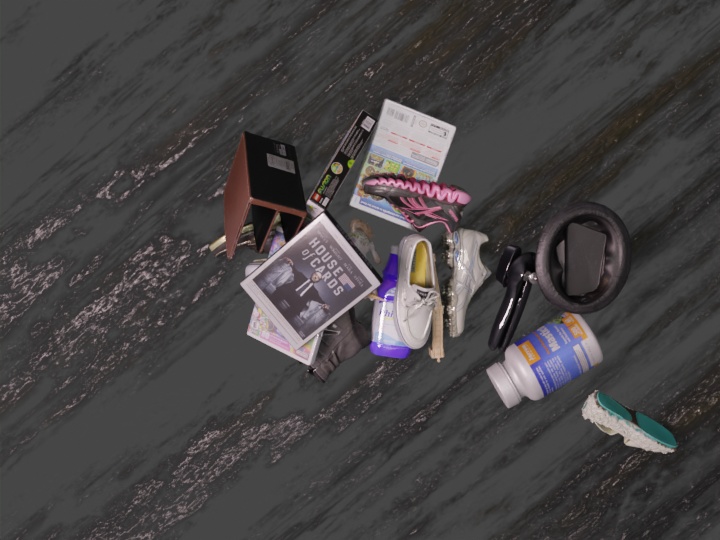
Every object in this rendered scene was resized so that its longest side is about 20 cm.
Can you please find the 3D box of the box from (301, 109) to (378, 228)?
[{"bbox_3d":[-0.042,-0.171,1.409,0.034,0.110,0.202,32,66,-7],"label":"box"}]

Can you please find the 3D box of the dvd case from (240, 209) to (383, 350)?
[{"bbox_3d":[-0.082,0.019,1.343,0.199,0.025,0.151,-38,97,22],"label":"dvd case"}]

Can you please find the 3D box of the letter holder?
[{"bbox_3d":[-0.171,-0.116,1.406,0.099,0.202,0.143,13,126,-22],"label":"letter holder"}]

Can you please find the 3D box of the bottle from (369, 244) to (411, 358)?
[{"bbox_3d":[0.066,0.057,1.506,0.082,0.065,0.205,8,97,-3],"label":"bottle"}]

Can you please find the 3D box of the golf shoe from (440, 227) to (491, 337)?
[{"bbox_3d":[0.199,0.024,1.509,0.095,0.078,0.205,0,98,-10],"label":"golf shoe"}]

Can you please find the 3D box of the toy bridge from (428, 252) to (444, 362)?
[{"bbox_3d":[0.136,0.070,1.512,0.027,0.067,0.205,-6,97,-3],"label":"toy bridge"}]

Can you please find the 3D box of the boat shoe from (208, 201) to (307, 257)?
[{"bbox_3d":[-0.174,-0.061,1.474,0.198,0.072,0.067,-24,93,-5],"label":"boat shoe"}]

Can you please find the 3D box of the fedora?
[{"bbox_3d":[0.400,-0.025,1.505,0.196,0.092,0.205,0,94,-4],"label":"fedora"}]

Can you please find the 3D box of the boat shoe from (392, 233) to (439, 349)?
[{"bbox_3d":[0.106,0.040,1.435,0.073,0.086,0.207,1,95,-18],"label":"boat shoe"}]

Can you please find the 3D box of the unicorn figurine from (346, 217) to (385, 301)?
[{"bbox_3d":[0.000,0.000,1.435,0.073,0.138,0.203,-19,64,8],"label":"unicorn figurine"}]

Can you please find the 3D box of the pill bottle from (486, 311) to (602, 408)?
[{"bbox_3d":[0.338,0.169,1.515,0.198,0.112,0.113,-30,98,0],"label":"pill bottle"}]

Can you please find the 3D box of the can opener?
[{"bbox_3d":[0.286,0.057,1.528,0.062,0.078,0.204,4,104,-27],"label":"can opener"}]

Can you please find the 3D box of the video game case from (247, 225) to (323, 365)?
[{"bbox_3d":[-0.113,0.042,1.412,0.141,0.018,0.204,22,101,26],"label":"video game case"}]

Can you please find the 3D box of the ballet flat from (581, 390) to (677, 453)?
[{"bbox_3d":[0.512,0.300,1.575,0.198,0.072,0.073,31,94,-5],"label":"ballet flat"}]

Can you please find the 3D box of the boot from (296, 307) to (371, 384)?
[{"bbox_3d":[-0.071,0.100,1.445,0.131,0.070,0.202,-37,116,-15],"label":"boot"}]

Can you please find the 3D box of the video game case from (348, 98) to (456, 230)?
[{"bbox_3d":[0.076,-0.191,1.493,0.141,0.018,0.204,20,95,-6],"label":"video game case"}]

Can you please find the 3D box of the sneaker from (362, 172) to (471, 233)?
[{"bbox_3d":[0.095,-0.116,1.456,0.196,0.079,0.097,12,108,-3],"label":"sneaker"}]

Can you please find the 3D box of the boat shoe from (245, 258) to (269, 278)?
[{"bbox_3d":[-0.112,-0.010,1.494,0.195,0.072,0.063,0,75,-8],"label":"boat shoe"}]
